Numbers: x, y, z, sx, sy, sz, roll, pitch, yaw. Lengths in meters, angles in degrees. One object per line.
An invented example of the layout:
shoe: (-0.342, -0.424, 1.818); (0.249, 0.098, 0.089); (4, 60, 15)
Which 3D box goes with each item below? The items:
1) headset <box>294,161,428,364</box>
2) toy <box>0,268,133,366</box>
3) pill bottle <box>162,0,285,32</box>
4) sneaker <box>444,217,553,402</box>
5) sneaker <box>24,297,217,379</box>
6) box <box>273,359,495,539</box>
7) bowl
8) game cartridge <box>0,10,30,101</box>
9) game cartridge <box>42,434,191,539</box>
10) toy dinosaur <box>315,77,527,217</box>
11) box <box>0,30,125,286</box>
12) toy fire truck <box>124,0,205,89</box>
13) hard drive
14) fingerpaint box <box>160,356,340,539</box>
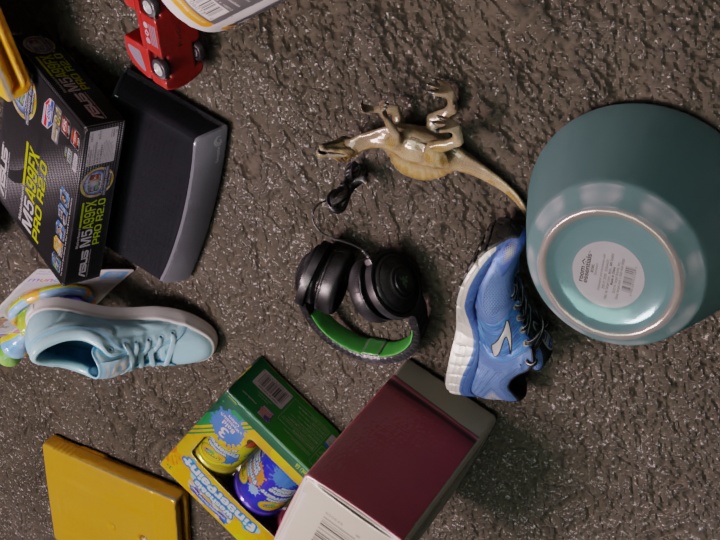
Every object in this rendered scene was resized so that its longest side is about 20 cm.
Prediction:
headset: (0.000, 0.000, 1.273); (0.123, 0.094, 0.200); (7, 137, 24)
toy: (-0.337, 0.058, 1.477); (0.200, 0.115, 0.047); (-32, 67, 43)
pill bottle: (-0.071, -0.276, 1.099); (0.200, 0.116, 0.117); (-17, 108, 38)
sneaker: (0.131, 0.038, 1.204); (0.089, 0.079, 0.200); (16, 135, 14)
sneaker: (-0.247, 0.085, 1.410); (0.199, 0.082, 0.074); (5, 134, -10)
box: (0.022, 0.201, 1.282); (0.109, 0.200, 0.128); (33, 131, 11)
bowl: (0.212, -0.021, 1.082); (0.200, 0.105, 0.201); (13, 123, 21)
game cartridge: (-0.398, -0.270, 1.293); (0.200, 0.032, 0.177); (36, 152, 39)
game cartridge: (-0.294, 0.303, 1.665); (0.200, 0.032, 0.177); (19, 127, 24)
toy dinosaur: (0.064, -0.107, 1.172); (0.199, 0.058, 0.101); (16, 144, 8)
box: (-0.303, -0.110, 1.359); (0.160, 0.044, 0.200); (47, 137, 31)
toy fire truck: (-0.209, -0.272, 1.221); (0.141, 0.049, 0.200); (35, 145, 34)
hard drive: (-0.209, -0.086, 1.354); (0.135, 0.042, 0.200); (31, 130, 13)
fingerpaint box: (-0.091, 0.218, 1.450); (0.200, 0.073, 0.167); (45, 132, 1)
